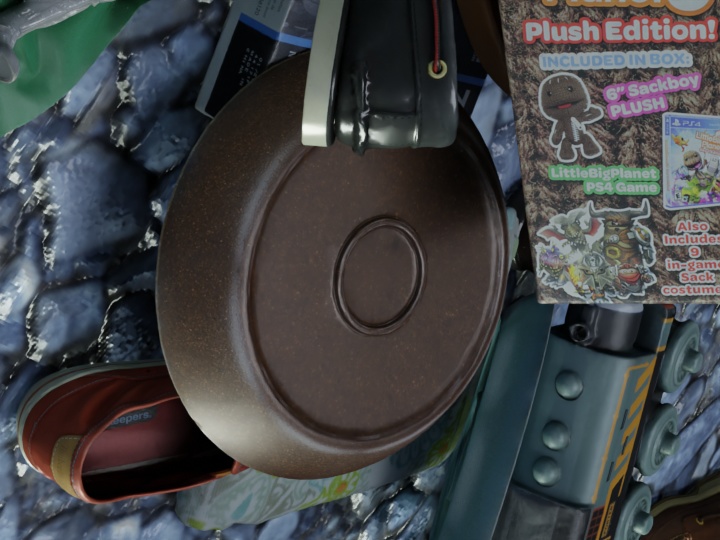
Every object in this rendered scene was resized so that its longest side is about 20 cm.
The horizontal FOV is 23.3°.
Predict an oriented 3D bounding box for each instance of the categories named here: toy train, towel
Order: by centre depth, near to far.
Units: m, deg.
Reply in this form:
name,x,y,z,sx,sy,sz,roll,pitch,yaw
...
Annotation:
name,x,y,z,sx,sy,sz,roll,pitch,yaw
towel,0.000,0.045,0.924,0.200,0.048,0.172,-8,121,-48
toy train,0.135,0.095,1.020,0.114,0.085,0.200,-8,116,-59

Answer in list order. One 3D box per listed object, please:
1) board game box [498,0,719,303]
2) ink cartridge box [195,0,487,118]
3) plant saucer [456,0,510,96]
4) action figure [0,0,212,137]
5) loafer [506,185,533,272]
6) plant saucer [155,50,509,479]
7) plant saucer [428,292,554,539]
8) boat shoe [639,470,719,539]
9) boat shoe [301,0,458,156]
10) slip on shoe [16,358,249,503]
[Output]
name,x,y,z,sx,sy,sz,roll,pitch,yaw
board game box,0.127,-0.109,0.758,0.160,0.097,0.200,-60,145,-56
ink cartridge box,0.015,-0.105,0.836,0.200,0.039,0.100,1,114,-52
plant saucer,0.098,-0.179,0.849,0.200,0.032,0.201,-18,113,-52
action figure,-0.076,-0.143,0.686,0.200,0.055,0.118,-37,138,-34
loafer,0.169,-0.053,1.037,0.200,0.071,0.073,-41,142,-24
plant saucer,0.000,0.000,0.783,0.200,0.034,0.201,-9,104,-38
plant saucer,0.070,0.103,0.996,0.200,0.027,0.201,18,90,-88
boat shoe,0.259,0.217,1.357,0.200,0.068,0.072,-20,131,-42
boat shoe,0.018,-0.131,0.701,0.074,0.063,0.202,93,3,-56
slip on shoe,-0.057,0.067,0.810,0.200,0.061,0.074,-10,120,-25
